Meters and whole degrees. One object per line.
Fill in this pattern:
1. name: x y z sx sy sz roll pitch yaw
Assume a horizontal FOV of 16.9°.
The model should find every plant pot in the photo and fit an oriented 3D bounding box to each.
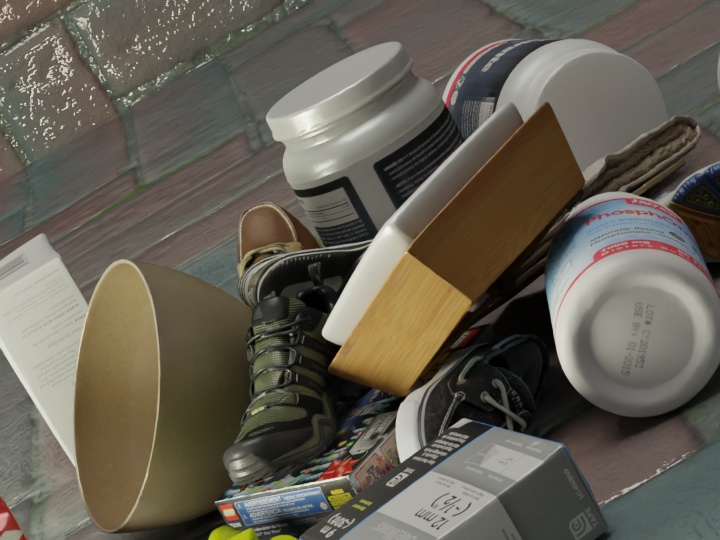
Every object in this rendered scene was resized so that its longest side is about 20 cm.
1. plant pot: -0.121 0.096 1.796 0.134 0.202 0.200 4 1 -23

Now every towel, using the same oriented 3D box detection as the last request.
1. towel: 0.164 -0.049 1.802 0.132 0.035 0.200 -39 -5 39

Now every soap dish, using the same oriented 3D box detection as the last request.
1. soap dish: 0.062 -0.009 1.629 0.157 0.081 0.200 -46 -6 -29

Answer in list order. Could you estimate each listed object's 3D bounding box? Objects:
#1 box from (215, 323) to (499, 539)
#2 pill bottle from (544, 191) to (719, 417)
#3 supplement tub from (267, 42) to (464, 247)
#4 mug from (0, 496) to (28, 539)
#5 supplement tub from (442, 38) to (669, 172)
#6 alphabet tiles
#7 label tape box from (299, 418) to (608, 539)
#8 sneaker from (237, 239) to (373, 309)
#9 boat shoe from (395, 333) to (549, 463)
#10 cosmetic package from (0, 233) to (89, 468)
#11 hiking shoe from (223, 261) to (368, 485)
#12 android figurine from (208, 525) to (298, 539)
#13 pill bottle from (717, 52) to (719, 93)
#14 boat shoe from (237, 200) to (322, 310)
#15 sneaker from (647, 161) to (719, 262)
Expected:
1. box: 0.004 0.115 1.724 0.136 0.040 0.200 -15 21 42
2. pill bottle: 0.177 0.013 1.594 0.108 0.109 0.200 -27 15 9
3. supplement tub: 0.025 -0.065 1.935 0.140 0.201 0.140 -27 15 8
4. mug: -0.310 0.270 1.716 0.199 0.178 0.134 -29 -22 -15
5. supplement tub: 0.160 -0.123 2.016 0.140 0.141 0.200 -33 15 -14
6. alphabet tiles: 0.152 -0.014 1.794 0.200 0.006 0.166 -40 -5 37
7. label tape box: 0.028 0.173 1.434 0.199 0.066 0.143 -33 15 -17
8. sneaker: 0.000 0.000 1.846 0.199 0.076 0.115 -5 10 -21
9. boat shoe: 0.081 0.094 1.600 0.067 0.072 0.200 -24 8 25
10. cosmetic package: -0.236 0.082 1.980 0.081 0.201 0.113 -32 17 -6
11. hiking shoe: -0.057 0.074 1.697 0.075 0.101 0.200 -24 15 30
12. android figurine: -0.117 0.231 1.570 0.181 0.041 0.200 -28 14 7
13. pill bottle: 0.349 -0.141 1.775 0.112 0.113 0.200 -32 15 -8
14. boat shoe: -0.063 0.012 1.968 0.075 0.074 0.201 -25 46 5
15. sneaker: 0.239 -0.040 1.723 0.199 0.076 0.088 -22 13 19
